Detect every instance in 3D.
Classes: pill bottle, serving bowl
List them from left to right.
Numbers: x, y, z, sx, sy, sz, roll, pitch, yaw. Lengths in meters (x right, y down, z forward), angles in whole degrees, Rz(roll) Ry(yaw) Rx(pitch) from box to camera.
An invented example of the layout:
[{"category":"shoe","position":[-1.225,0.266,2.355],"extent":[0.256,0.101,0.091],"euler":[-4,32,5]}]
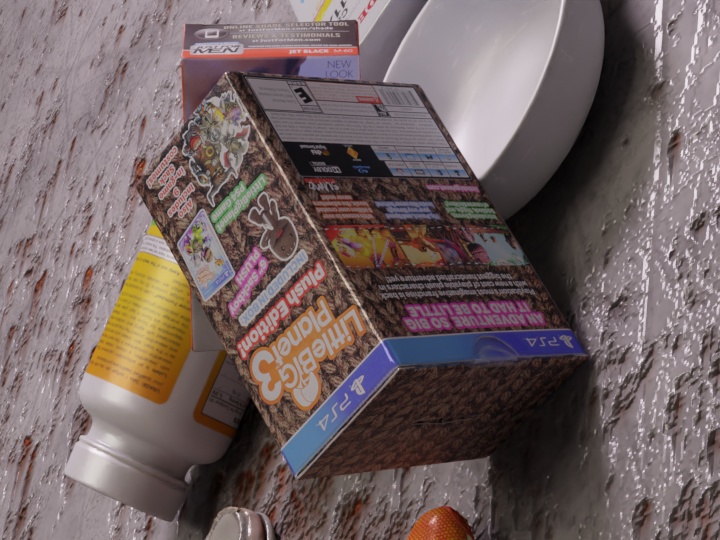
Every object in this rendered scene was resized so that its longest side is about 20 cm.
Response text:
[{"category":"pill bottle","position":[-0.124,0.062,1.627],"extent":[0.111,0.111,0.201],"euler":[13,78,64]},{"category":"serving bowl","position":[0.084,-0.103,1.440],"extent":[0.200,0.066,0.201],"euler":[-43,33,37]}]

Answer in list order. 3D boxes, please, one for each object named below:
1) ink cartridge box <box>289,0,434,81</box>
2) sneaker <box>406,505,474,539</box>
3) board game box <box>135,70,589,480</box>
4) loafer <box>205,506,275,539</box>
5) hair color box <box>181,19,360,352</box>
[{"category":"ink cartridge box","position":[0.030,-0.201,1.612],"extent":[0.146,0.082,0.200],"euler":[-54,27,18]},{"category":"sneaker","position":[-0.001,0.215,1.297],"extent":[0.201,0.077,0.073],"euler":[-61,24,3]},{"category":"board game box","position":[0.000,0.000,1.305],"extent":[0.097,0.159,0.201],"euler":[-47,60,32]},{"category":"loafer","position":[-0.103,0.234,1.484],"extent":[0.072,0.063,0.201],"euler":[-26,44,51]},{"category":"hair color box","position":[-0.054,-0.051,1.488],"extent":[0.064,0.110,0.201],"euler":[-94,3,-64]}]
